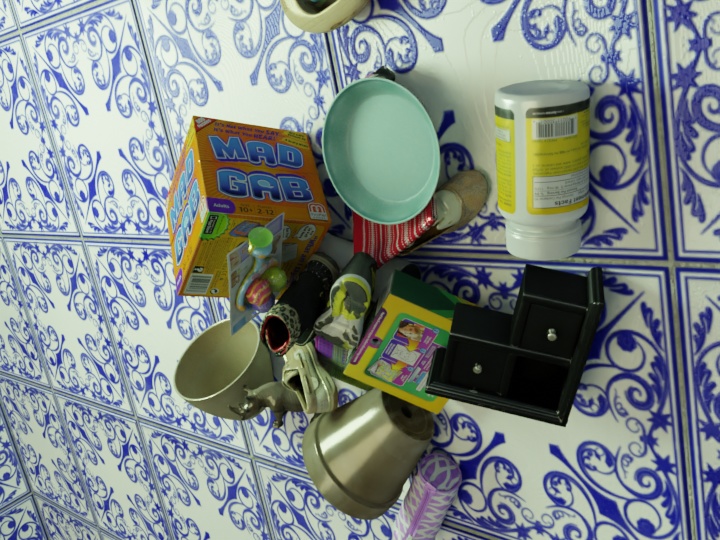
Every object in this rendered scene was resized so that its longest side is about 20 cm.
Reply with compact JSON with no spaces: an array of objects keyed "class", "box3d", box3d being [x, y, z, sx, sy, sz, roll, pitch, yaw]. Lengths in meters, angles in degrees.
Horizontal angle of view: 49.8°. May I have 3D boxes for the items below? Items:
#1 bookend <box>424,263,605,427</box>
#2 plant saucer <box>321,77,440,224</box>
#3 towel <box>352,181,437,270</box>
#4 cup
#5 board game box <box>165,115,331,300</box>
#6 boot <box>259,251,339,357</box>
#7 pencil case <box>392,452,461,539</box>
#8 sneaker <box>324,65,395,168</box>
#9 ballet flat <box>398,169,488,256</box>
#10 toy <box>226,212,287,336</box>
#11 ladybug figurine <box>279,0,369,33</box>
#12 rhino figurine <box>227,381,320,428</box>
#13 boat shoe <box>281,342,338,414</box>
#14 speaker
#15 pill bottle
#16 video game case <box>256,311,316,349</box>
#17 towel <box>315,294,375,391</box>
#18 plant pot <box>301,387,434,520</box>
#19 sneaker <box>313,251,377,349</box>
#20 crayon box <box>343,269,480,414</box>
[{"class":"bookend","box3d":[0.202,0.082,1.035,0.195,0.092,0.203,13,122,8]},{"class":"plant saucer","box3d":[0.034,-0.166,1.074,0.197,0.036,0.204,16,117,33]},{"class":"towel","box3d":[0.045,-0.087,1.153,0.200,0.022,0.147,-39,45,48]},{"class":"cup","box3d":[-0.252,0.216,1.547,0.198,0.201,0.144,8,142,41]},{"class":"board game box","box3d":[-0.189,-0.094,1.257,0.201,0.197,0.202,-57,39,43]},{"class":"boot","box3d":[-0.108,0.082,1.218,0.073,0.154,0.205,30,136,7]},{"class":"pencil case","box3d":[0.111,0.407,1.343,0.083,0.085,0.202,34,129,25]},{"class":"sneaker","box3d":[0.020,-0.208,1.153,0.086,0.080,0.201,36,140,10]},{"class":"ballet flat","box3d":[0.107,-0.073,1.126,0.068,0.067,0.200,53,136,4]},{"class":"toy","box3d":[-0.145,0.018,1.165,0.047,0.115,0.202,34,145,22]},{"class":"ladybug figurine","box3d":[-0.040,-0.415,1.099,0.198,0.072,0.138,-12,102,46]},{"class":"rhino figurine","box3d":[-0.149,0.244,1.451,0.060,0.196,0.089,-110,21,-58]},{"class":"boat shoe","box3d":[-0.105,0.176,1.352,0.200,0.064,0.073,50,141,48]},{"class":"speaker","box3d":[0.000,0.000,1.256,0.198,0.081,0.083,21,123,37]},{"class":"pill bottle","box3d":[0.224,-0.123,0.955,0.113,0.114,0.204,13,118,39]},{"class":"video game case","box3d":[-0.098,0.072,1.410,0.182,0.045,0.200,52,136,10]},{"class":"towel","box3d":[-0.011,0.120,1.315,0.141,0.023,0.202,19,133,17]},{"class":"plant pot","box3d":[0.027,0.285,1.308,0.201,0.199,0.174,49,120,14]},{"class":"sneaker","box3d":[-0.013,0.049,1.166,0.074,0.085,0.201,28,146,0]},{"class":"crayon box","box3d":[0.088,0.114,1.186,0.170,0.059,0.201,23,132,-7]}]
